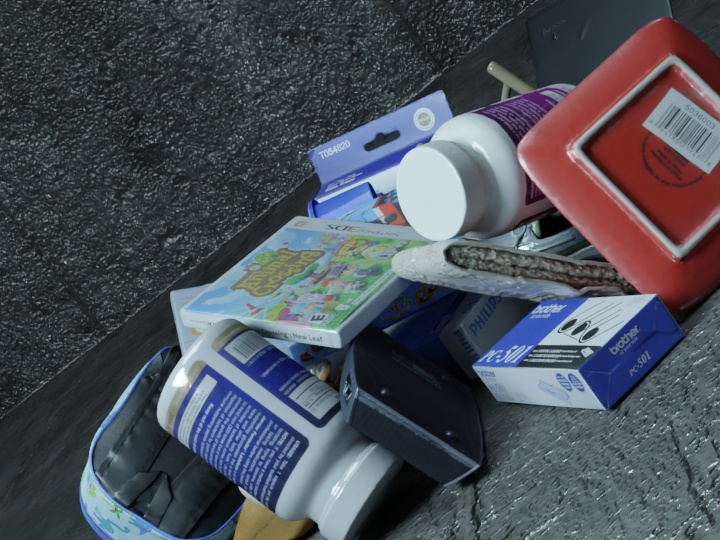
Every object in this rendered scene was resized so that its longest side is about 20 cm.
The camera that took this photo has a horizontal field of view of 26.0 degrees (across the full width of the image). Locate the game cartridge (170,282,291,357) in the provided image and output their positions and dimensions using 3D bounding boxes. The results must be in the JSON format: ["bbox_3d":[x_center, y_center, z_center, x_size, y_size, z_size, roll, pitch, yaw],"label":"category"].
[{"bbox_3d":[-0.123,0.055,1.596,0.132,0.042,0.200,-14,22,-7],"label":"game cartridge"}]

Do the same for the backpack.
[{"bbox_3d":[-0.188,0.209,1.598,0.200,0.182,0.147,-53,-5,-43],"label":"backpack"}]

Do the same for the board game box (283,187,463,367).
[{"bbox_3d":[0.000,0.000,1.525,0.198,0.037,0.152,-28,38,-4],"label":"board game box"}]

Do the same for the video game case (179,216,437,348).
[{"bbox_3d":[-0.040,0.006,1.448,0.180,0.022,0.200,6,31,33],"label":"video game case"}]

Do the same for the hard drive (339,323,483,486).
[{"bbox_3d":[0.040,0.113,1.341,0.043,0.134,0.200,-56,7,12],"label":"hard drive"}]

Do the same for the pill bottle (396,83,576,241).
[{"bbox_3d":[0.128,-0.093,1.384,0.199,0.113,0.112,-22,-3,-41],"label":"pill bottle"}]

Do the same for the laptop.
[{"bbox_3d":[0.269,-0.171,1.465,0.187,0.199,0.117,-24,38,53],"label":"laptop"}]

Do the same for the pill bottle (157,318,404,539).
[{"bbox_3d":[-0.067,0.141,1.335,0.116,0.199,0.116,-50,-15,-18],"label":"pill bottle"}]

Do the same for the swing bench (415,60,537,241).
[{"bbox_3d":[0.180,-0.096,1.648,0.199,0.198,0.131,-48,-28,-45],"label":"swing bench"}]

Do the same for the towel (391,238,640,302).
[{"bbox_3d":[0.137,0.005,1.370,0.132,0.198,0.035,167,111,-69],"label":"towel"}]

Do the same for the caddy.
[{"bbox_3d":[0.008,0.000,1.744,0.104,0.202,0.141,-28,-14,8],"label":"caddy"}]

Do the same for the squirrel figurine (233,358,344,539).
[{"bbox_3d":[-0.034,0.155,1.490,0.198,0.143,0.187,-19,7,21],"label":"squirrel figurine"}]

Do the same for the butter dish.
[{"bbox_3d":[0.254,-0.074,1.333,0.199,0.200,0.148,-41,-12,-13],"label":"butter dish"}]

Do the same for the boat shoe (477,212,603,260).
[{"bbox_3d":[0.195,-0.042,1.483,0.200,0.065,0.075,-13,26,24],"label":"boat shoe"}]

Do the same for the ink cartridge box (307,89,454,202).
[{"bbox_3d":[0.049,-0.080,1.822,0.198,0.202,0.041,-23,5,26],"label":"ink cartridge box"}]

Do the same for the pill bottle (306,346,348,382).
[{"bbox_3d":[-0.094,0.107,1.681,0.198,0.115,0.114,-2,31,34],"label":"pill bottle"}]

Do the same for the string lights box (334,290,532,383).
[{"bbox_3d":[0.068,0.081,1.556,0.199,0.059,0.103,-29,14,43],"label":"string lights box"}]

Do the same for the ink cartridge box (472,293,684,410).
[{"bbox_3d":[0.175,0.067,1.291,0.094,0.044,0.200,-41,10,-17],"label":"ink cartridge box"}]
